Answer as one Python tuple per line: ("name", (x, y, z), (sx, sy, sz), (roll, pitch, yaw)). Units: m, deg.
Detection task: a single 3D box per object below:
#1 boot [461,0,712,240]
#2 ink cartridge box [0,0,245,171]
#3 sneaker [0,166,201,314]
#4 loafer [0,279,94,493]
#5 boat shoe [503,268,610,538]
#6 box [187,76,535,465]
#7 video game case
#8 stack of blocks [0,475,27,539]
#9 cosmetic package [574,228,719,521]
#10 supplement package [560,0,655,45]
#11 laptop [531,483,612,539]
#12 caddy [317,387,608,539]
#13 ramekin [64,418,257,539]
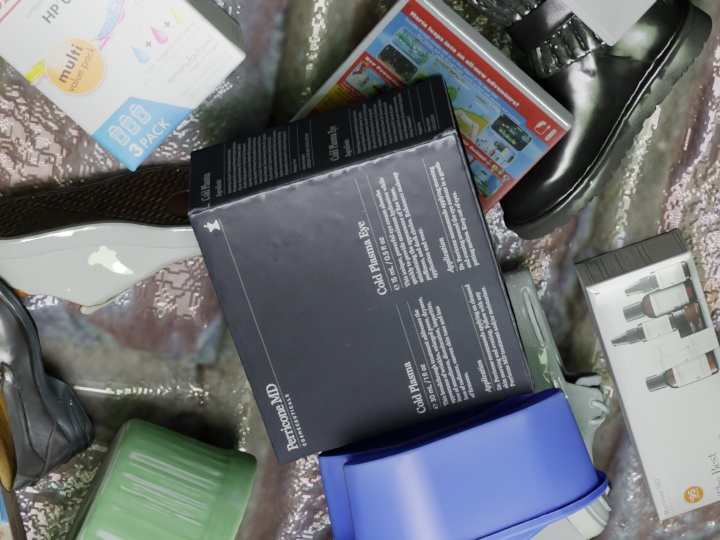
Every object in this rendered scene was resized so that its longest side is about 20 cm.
("boot", (0.121, -0.141, 1.629), (0.157, 0.079, 0.212), (32, 100, -20))
("ink cartridge box", (-0.187, -0.178, 1.592), (0.200, 0.068, 0.115), (41, 103, -18))
("sneaker", (-0.162, -0.018, 1.669), (0.199, 0.073, 0.085), (-6, 129, 1))
("loafer", (-0.261, 0.067, 1.667), (0.072, 0.073, 0.201), (-44, 117, -29))
("boat shoe", (0.140, 0.093, 1.705), (0.071, 0.070, 0.202), (-27, 95, 7))
("box", (0.000, 0.000, 1.586), (0.181, 0.104, 0.201), (-16, 115, 4))
("video game case", (0.031, -0.084, 1.630), (0.143, 0.017, 0.200), (40, 124, -6))
("stack of blocks", (-0.297, 0.244, 1.759), (0.114, 0.059, 0.201), (-10, 113, -1))
("cosmetic package", (0.225, 0.078, 1.743), (0.082, 0.051, 0.201), (-19, 112, 4))
("supplement package", (0.118, -0.262, 1.497), (0.121, 0.200, 0.120), (-46, 145, 10))
("laptop", (0.069, 0.232, 1.757), (0.199, 0.116, 0.188), (18, 110, -12))
("caddy", (0.067, 0.150, 1.598), (0.199, 0.141, 0.106), (-18, 95, -15))
("ramekin", (-0.158, 0.203, 1.686), (0.097, 0.200, 0.201), (25, 108, -6))
